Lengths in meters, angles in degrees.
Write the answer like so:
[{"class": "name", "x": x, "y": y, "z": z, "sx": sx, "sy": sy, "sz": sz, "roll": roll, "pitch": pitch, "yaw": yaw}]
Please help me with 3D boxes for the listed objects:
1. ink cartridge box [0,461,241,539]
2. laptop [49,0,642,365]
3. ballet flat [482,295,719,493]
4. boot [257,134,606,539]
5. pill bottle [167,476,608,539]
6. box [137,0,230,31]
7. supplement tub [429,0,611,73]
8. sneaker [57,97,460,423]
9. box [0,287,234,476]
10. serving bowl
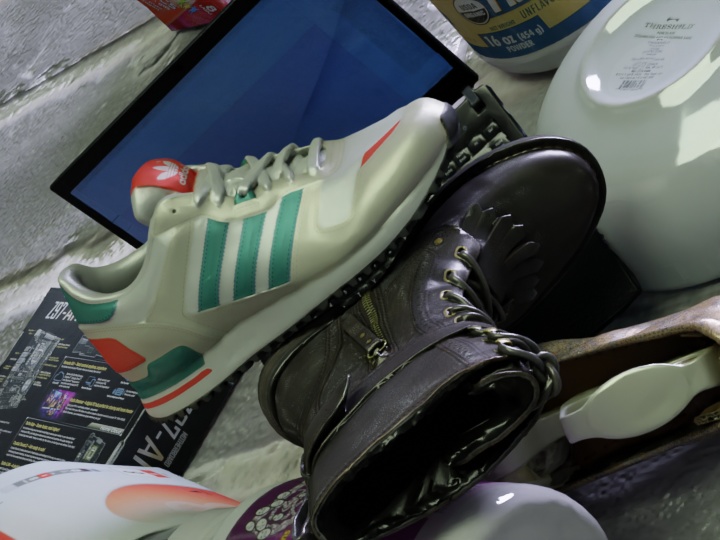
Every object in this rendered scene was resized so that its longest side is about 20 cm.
[{"class": "ink cartridge box", "x": -0.148, "y": 0.121, "z": 0.834, "sx": 0.162, "sy": 0.199, "sz": 0.051, "roll": 10, "pitch": 87, "yaw": 55}, {"class": "laptop", "x": -0.008, "y": -0.014, "z": 0.792, "sx": 0.177, "sy": 0.103, "sz": 0.201, "roll": -42, "pitch": 70, "yaw": 20}, {"class": "ballet flat", "x": 0.084, "y": 0.060, "z": 0.719, "sx": 0.199, "sy": 0.068, "sz": 0.067, "roll": -28, "pitch": -2, "yaw": 31}, {"class": "boot", "x": 0.043, "y": 0.028, "z": 0.679, "sx": 0.200, "sy": 0.069, "sz": 0.174, "roll": -43, "pitch": 14, "yaw": -4}, {"class": "pill bottle", "x": 0.002, "y": 0.140, "z": 0.702, "sx": 0.199, "sy": 0.112, "sz": 0.113, "roll": -7, "pitch": 49, "yaw": 48}, {"class": "box", "x": -0.105, "y": -0.295, "z": 1.351, "sx": 0.099, "sy": 0.095, "sz": 0.201, "roll": 0, "pitch": 55, "yaw": 52}, {"class": "supplement tub", "x": 0.067, "y": -0.221, "z": 0.945, "sx": 0.144, "sy": 0.200, "sz": 0.145, "roll": -32, "pitch": 34, "yaw": 25}, {"class": "sneaker", "x": -0.050, "y": -0.022, "z": 0.754, "sx": 0.199, "sy": 0.093, "sz": 0.070, "roll": -39, "pitch": 12, "yaw": 21}, {"class": "box", "x": -0.168, "y": 0.090, "z": 1.041, "sx": 0.199, "sy": 0.044, "sz": 0.161, "roll": 2, "pitch": 56, "yaw": 52}, {"class": "serving bowl", "x": 0.156, "y": -0.089, "z": 0.816, "sx": 0.199, "sy": 0.066, "sz": 0.201, "roll": -33, "pitch": 34, "yaw": 26}]
